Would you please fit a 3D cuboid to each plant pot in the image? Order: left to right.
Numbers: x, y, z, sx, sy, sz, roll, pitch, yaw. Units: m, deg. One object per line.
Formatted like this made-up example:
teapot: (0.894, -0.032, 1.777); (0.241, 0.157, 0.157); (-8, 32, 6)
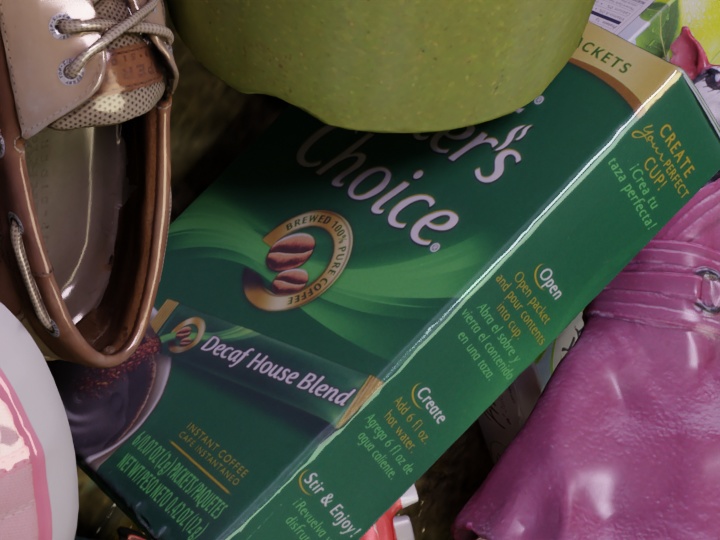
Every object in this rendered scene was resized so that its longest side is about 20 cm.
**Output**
plant pot: (0.013, -0.146, 0.715); (0.199, 0.200, 0.191); (-27, 140, -36)

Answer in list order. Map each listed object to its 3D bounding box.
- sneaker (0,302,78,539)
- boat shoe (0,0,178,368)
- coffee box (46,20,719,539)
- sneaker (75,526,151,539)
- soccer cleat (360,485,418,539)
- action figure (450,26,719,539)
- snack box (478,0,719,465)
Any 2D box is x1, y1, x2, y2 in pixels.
sneaker: (-0.137, 0.099, 0.712); (0.105, 0.075, 0.201); (-43, 155, -49)
boat shoe: (-0.079, -0.065, 0.726); (0.075, 0.072, 0.201); (-24, 127, -37)
coffee box: (0.000, 0.000, 0.791); (0.200, 0.123, 0.044); (-44, 131, -8)
sneaker: (-0.089, 0.179, 0.843); (0.095, 0.079, 0.201); (-4, 113, -49)
soccer cleat: (-0.016, 0.125, 0.851); (0.084, 0.201, 0.069); (-10, 160, -4)
action figure: (0.106, 0.020, 0.870); (0.149, 0.133, 0.201); (96, 7, -72)
snack box: (0.094, -0.009, 0.960); (0.142, 0.053, 0.201); (-42, 136, -21)
